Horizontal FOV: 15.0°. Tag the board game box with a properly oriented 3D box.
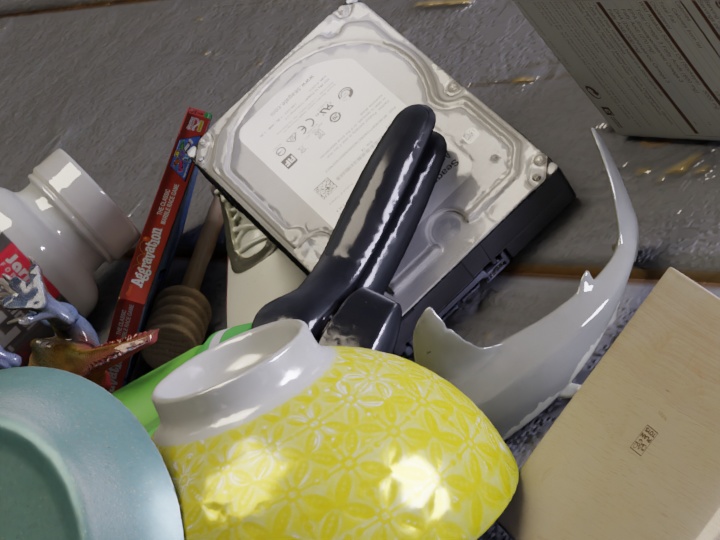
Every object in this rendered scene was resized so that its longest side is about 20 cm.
[{"bbox_3d":[-0.131,-0.005,1.726,0.200,0.019,0.103,-75,1,-51],"label":"board game box"}]

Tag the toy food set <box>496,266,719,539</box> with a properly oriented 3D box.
[{"bbox_3d":[0.145,0.091,1.206,0.144,0.060,0.200,-53,23,2],"label":"toy food set"}]

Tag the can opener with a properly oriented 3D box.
[{"bbox_3d":[0.000,0.000,1.464,0.078,0.063,0.200,16,59,14],"label":"can opener"}]

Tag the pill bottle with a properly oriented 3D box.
[{"bbox_3d":[-0.245,0.016,1.815,0.200,0.111,0.111,-44,25,-5],"label":"pill bottle"}]

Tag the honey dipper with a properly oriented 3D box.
[{"bbox_3d":[-0.103,-0.006,1.739,0.038,0.038,0.200,-29,25,24],"label":"honey dipper"}]

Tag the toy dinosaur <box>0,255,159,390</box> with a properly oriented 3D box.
[{"bbox_3d":[-0.178,0.078,1.592,0.200,0.182,0.105,26,73,35],"label":"toy dinosaur"}]

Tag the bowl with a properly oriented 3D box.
[{"bbox_3d":[-0.039,0.088,1.260,0.200,0.108,0.200,-24,13,6],"label":"bowl"}]

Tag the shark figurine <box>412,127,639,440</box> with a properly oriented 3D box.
[{"bbox_3d":[0.070,0.032,1.363,0.214,0.090,0.128,-43,26,1],"label":"shark figurine"}]

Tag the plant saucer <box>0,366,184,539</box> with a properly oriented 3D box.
[{"bbox_3d":[-0.169,0.139,1.227,0.200,0.036,0.200,-8,74,31],"label":"plant saucer"}]

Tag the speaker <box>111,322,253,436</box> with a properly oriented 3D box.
[{"bbox_3d":[-0.118,0.103,1.520,0.200,0.088,0.089,-29,27,26],"label":"speaker"}]

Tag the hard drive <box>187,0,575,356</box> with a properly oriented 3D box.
[{"bbox_3d":[0.008,-0.056,1.551,0.140,0.038,0.200,-43,52,-3],"label":"hard drive"}]

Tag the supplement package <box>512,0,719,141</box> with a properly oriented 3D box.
[{"bbox_3d":[0.195,-0.146,1.435,0.117,0.117,0.200,-49,26,-19],"label":"supplement package"}]

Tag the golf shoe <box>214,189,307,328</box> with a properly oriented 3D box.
[{"bbox_3d":[-0.059,-0.019,1.633,0.077,0.088,0.200,-29,29,22],"label":"golf shoe"}]
